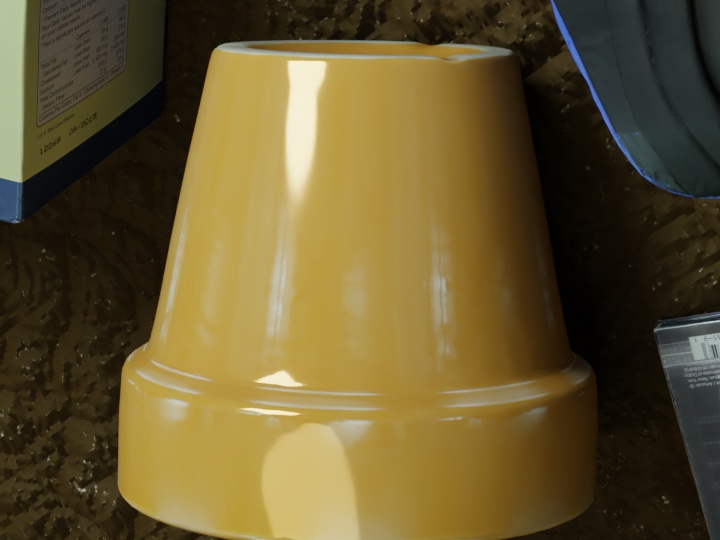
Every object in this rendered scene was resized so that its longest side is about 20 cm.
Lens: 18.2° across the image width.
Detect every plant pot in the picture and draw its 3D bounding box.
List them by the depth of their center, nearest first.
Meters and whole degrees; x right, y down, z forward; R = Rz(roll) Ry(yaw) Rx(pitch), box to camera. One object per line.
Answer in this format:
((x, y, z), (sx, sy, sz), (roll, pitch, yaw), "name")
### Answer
((0.000, 0.000, 0.925), (0.199, 0.200, 0.184), (4, 99, 21), "plant pot")

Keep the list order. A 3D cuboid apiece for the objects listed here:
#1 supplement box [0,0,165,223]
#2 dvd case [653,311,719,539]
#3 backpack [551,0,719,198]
((-0.195, -0.156, 0.954), (0.199, 0.134, 0.201), (15, 118, 16), "supplement box")
((0.222, 0.103, 0.966), (0.148, 0.016, 0.201), (-9, 108, 25), "dvd case")
((0.149, -0.140, 0.796), (0.162, 0.168, 0.201), (-13, 113, 30), "backpack")
